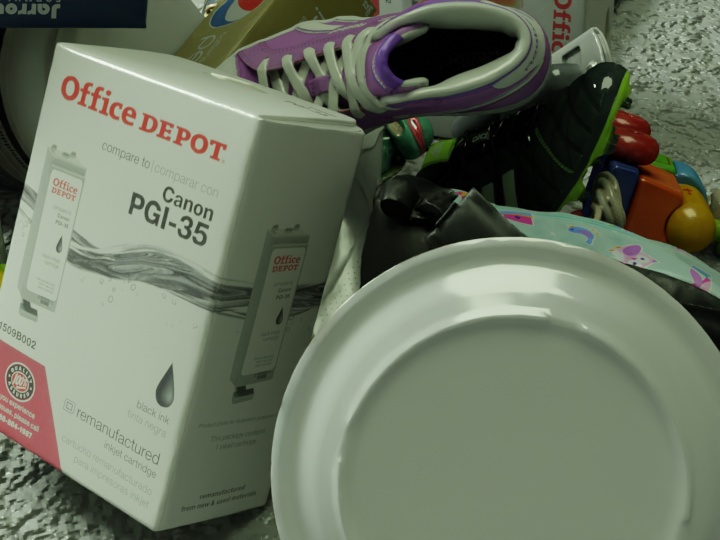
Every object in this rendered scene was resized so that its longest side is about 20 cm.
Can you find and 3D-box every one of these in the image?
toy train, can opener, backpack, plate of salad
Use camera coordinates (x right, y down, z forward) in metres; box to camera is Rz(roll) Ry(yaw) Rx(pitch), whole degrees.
[{"bbox_3d":[0.185,-0.028,0.742,0.115,0.085,0.200,17,17,4],"label":"toy train"},{"bbox_3d":[0.095,-0.099,0.807,0.067,0.054,0.200,-4,-7,-21],"label":"can opener"},{"bbox_3d":[0.097,0.039,0.615,0.199,0.168,0.127,11,19,8],"label":"backpack"},{"bbox_3d":[0.062,0.085,0.538,0.199,0.201,0.048,0,6,4],"label":"plate of salad"}]

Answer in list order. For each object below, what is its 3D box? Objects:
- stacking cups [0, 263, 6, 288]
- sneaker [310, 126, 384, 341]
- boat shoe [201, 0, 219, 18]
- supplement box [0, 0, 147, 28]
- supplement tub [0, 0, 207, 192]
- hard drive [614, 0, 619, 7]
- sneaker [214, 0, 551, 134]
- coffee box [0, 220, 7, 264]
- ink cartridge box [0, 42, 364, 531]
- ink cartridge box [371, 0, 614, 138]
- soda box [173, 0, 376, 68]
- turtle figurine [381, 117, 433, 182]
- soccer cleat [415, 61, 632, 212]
[{"bbox_3d":[-0.153,0.004,0.769,0.199,0.061,0.060,-21,38,-28],"label":"stacking cups"},{"bbox_3d":[0.000,0.000,0.733,0.099,0.078,0.201,13,63,-2],"label":"sneaker"},{"bbox_3d":[-0.080,-0.187,0.913,0.071,0.201,0.091,20,28,7],"label":"boat shoe"},{"bbox_3d":[-0.198,-0.255,0.688,0.134,0.201,0.200,-4,29,-24],"label":"supplement box"},{"bbox_3d":[-0.204,-0.121,0.841,0.199,0.141,0.140,2,30,38],"label":"supplement tub"},{"bbox_3d":[0.144,-0.233,1.115,0.139,0.033,0.200,12,37,21],"label":"hard drive"},{"bbox_3d":[-0.006,-0.102,0.651,0.200,0.073,0.114,-13,2,14],"label":"sneaker"},{"bbox_3d":[-0.272,-0.067,0.752,0.080,0.201,0.113,-21,37,-30],"label":"coffee box"},{"bbox_3d":[-0.098,0.002,0.632,0.146,0.201,0.083,23,14,33],"label":"ink cartridge box"},{"bbox_3d":[0.077,-0.176,0.937,0.199,0.146,0.083,10,37,18],"label":"ink cartridge box"},{"bbox_3d":[-0.072,-0.119,0.787,0.068,0.064,0.200,-4,42,43],"label":"soda box"},{"bbox_3d":[-0.027,-0.086,0.855,0.199,0.101,0.150,-20,16,4],"label":"turtle figurine"},{"bbox_3d":[0.079,-0.055,0.725,0.081,0.200,0.068,31,53,-6],"label":"soccer cleat"}]
